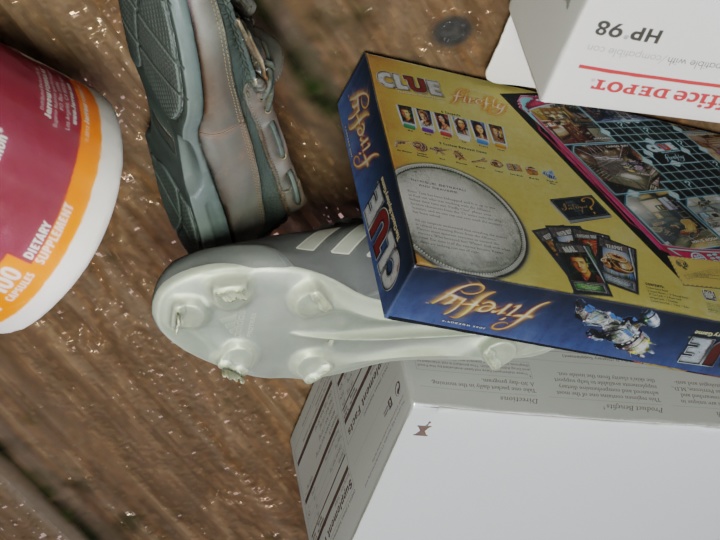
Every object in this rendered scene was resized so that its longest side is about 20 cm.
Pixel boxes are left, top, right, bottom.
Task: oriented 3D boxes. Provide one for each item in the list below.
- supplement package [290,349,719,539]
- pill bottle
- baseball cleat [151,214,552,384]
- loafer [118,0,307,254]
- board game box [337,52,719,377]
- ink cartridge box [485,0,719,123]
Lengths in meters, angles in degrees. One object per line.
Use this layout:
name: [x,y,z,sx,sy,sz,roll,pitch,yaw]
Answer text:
supplement package: [0.086,0.084,1.147,0.200,0.111,0.156,6,133,-18]
pill bottle: [-0.205,-0.060,0.926,0.200,0.114,0.114,26,125,-34]
baseball cleat: [0.000,0.000,1.041,0.200,0.107,0.070,4,130,-17]
loafer: [-0.060,-0.082,0.985,0.063,0.072,0.200,-25,146,-16]
board game box: [0.096,-0.022,1.022,0.200,0.136,0.035,11,132,-22]
ink cartridge box: [0.140,-0.129,0.970,0.116,0.067,0.200,5,133,-19]
